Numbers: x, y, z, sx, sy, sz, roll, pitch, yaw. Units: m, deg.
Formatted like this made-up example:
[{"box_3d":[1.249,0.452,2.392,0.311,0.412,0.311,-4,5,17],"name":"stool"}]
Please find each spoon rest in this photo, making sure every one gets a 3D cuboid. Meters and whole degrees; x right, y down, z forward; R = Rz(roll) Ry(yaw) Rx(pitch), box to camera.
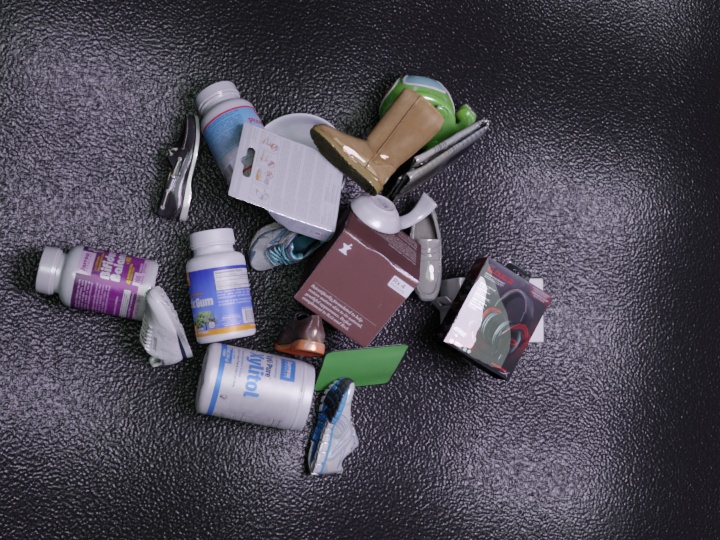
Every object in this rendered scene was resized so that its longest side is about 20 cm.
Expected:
[{"box_3d":[0.060,-0.106,1.660,0.199,0.061,0.099,-10,48,-46],"name":"spoon rest"}]

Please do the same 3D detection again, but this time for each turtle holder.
[{"box_3d":[0.129,-0.318,1.744,0.184,0.141,0.132,-8,47,11],"name":"turtle holder"}]

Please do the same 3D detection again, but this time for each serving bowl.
[{"box_3d":[-0.115,-0.195,1.702,0.198,0.066,0.202,-1,83,8],"name":"serving bowl"}]

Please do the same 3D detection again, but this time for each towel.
[{"box_3d":[0.140,-0.210,1.716,0.199,0.193,0.035,-35,88,-15],"name":"towel"}]

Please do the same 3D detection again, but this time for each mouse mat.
[{"box_3d":[-0.002,0.181,1.654,0.160,0.200,0.008,-4,62,-14],"name":"mouse mat"}]

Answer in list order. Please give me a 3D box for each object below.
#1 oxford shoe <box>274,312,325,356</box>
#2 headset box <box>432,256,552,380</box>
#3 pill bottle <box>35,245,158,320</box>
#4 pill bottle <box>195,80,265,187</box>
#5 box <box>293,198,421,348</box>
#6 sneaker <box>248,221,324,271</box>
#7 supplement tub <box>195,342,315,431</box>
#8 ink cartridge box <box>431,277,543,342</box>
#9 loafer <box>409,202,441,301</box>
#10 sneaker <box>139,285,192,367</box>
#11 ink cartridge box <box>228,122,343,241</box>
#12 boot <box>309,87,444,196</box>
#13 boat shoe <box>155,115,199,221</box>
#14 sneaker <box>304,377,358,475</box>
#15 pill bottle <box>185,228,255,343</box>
[{"box_3d":[-0.106,0.117,1.627,0.071,0.200,0.074,12,80,-22],"name":"oxford shoe"},{"box_3d":[0.248,0.080,1.646,0.148,0.075,0.201,32,81,-8],"name":"headset box"},{"box_3d":[-0.469,0.018,1.590,0.198,0.112,0.113,12,83,-13],"name":"pill bottle"},{"box_3d":[-0.226,-0.242,1.637,0.108,0.109,0.201,-24,77,-14],"name":"pill bottle"},{"box_3d":[0.000,0.000,1.633,0.165,0.200,0.165,36,110,-8],"name":"box"},{"box_3d":[-0.136,-0.048,1.646,0.199,0.087,0.078,-31,123,27],"name":"sneaker"},{"box_3d":[-0.194,0.214,1.633,0.198,0.132,0.133,12,83,-12],"name":"supplement tub"},{"box_3d":[0.243,0.079,1.750,0.198,0.129,0.126,1,86,-12],"name":"ink cartridge box"},{"box_3d":[0.125,-0.041,1.738,0.069,0.070,0.202,-4,71,-3],"name":"loafer"},{"box_3d":[-0.356,0.107,1.578,0.080,0.201,0.077,-19,51,-11],"name":"sneaker"},{"box_3d":[-0.131,-0.155,1.571,0.199,0.057,0.164,16,59,-15],"name":"ink cartridge box"},{"box_3d":[0.029,-0.256,1.607,0.175,0.066,0.200,43,71,-9],"name":"boot"},{"box_3d":[-0.340,-0.194,1.661,0.060,0.074,0.202,9,92,-17],"name":"boat shoe"},{"box_3d":[-0.038,0.297,1.690,0.086,0.075,0.201,13,105,-25],"name":"sneaker"},{"box_3d":[-0.261,0.028,1.640,0.111,0.112,0.202,-9,88,-14],"name":"pill bottle"}]
